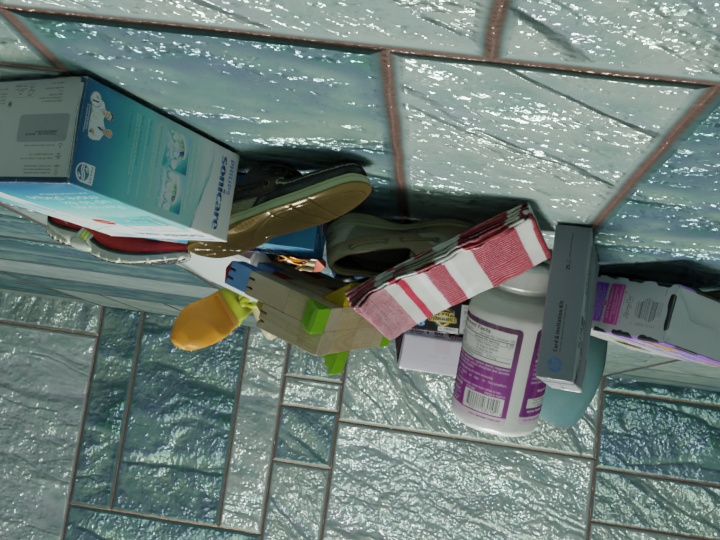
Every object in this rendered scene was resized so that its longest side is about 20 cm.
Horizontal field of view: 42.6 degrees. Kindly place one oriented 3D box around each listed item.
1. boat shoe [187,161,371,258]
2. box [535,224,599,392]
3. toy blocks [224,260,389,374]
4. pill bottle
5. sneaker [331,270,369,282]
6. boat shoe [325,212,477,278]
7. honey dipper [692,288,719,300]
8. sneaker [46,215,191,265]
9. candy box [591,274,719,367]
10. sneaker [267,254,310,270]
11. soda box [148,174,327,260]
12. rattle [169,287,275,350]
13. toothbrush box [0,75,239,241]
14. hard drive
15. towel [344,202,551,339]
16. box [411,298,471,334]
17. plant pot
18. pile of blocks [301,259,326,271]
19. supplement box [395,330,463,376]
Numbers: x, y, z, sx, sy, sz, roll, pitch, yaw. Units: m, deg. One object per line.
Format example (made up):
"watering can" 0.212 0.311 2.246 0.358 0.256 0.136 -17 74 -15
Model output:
"boat shoe" -0.082 -0.068 0.848 0.198 0.066 0.073 -17 162 25
"box" 0.229 0.048 1.009 0.041 0.158 0.200 7 173 19
"toy blocks" -0.059 0.035 0.983 0.135 0.101 0.199 24 -171 25
"pill bottle" 0.179 0.088 1.124 0.111 0.203 0.112 9 -167 -2
"sneaker" 0.000 0.000 1.140 0.077 0.091 0.200 7 172 18
"boat shoe" 0.060 -0.013 0.974 0.197 0.065 0.073 7 133 -10
"honey dipper" 0.441 0.028 1.092 0.037 0.039 0.200 9 174 -5
"sneaker" -0.272 -0.056 1.028 0.198 0.086 0.077 16 -173 24
"candy box" 0.360 0.061 1.140 0.166 0.073 0.199 18 176 -30
"sneaker" -0.081 -0.030 1.063 0.077 0.078 0.200 12 170 -18
"soda box" -0.134 -0.059 0.944 0.197 0.069 0.064 7 172 8
"rattle" -0.182 0.035 1.227 0.130 0.143 0.200 50 179 -33
"toothbrush box" -0.219 -0.087 0.781 0.145 0.087 0.199 4 172 28
"hard drive" -0.178 -0.021 1.081 0.198 0.026 0.132 22 159 27
"towel" 0.094 0.008 0.934 0.198 0.023 0.144 -27 156 10
"box" 0.096 0.041 1.283 0.195 0.050 0.200 8 -170 6
"plant pot" 0.281 0.108 1.349 0.199 0.135 0.201 33 -159 -14
"pile of blocks" -0.082 0.004 1.272 0.061 0.083 0.200 9 171 -5
"supplement box" 0.110 0.089 1.443 0.107 0.062 0.200 9 -159 -5
